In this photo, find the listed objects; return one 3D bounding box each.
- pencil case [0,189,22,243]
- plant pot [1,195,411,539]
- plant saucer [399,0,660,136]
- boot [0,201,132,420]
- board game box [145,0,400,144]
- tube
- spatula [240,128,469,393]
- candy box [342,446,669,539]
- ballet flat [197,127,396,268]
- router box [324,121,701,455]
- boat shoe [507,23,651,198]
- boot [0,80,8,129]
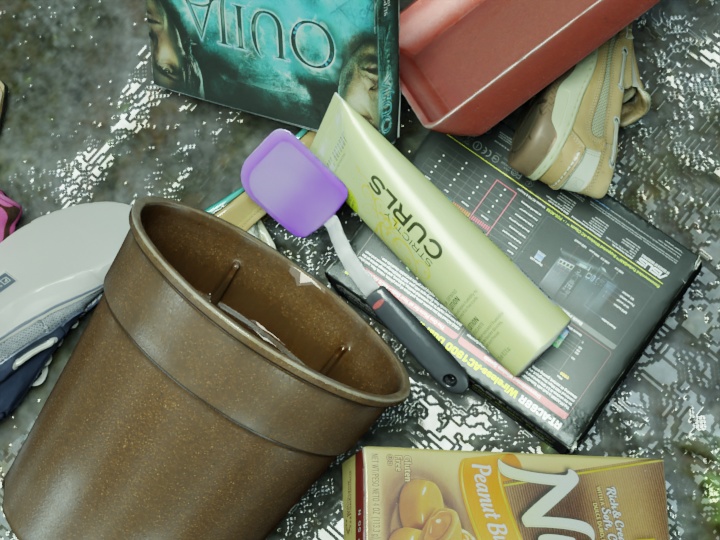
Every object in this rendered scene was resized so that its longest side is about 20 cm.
[{"bbox_3d":[-0.311,0.019,1.029,0.090,0.094,0.201,26,82,9],"label":"pencil case"},{"bbox_3d":[-0.105,0.093,0.943,0.200,0.200,0.199,38,103,11],"label":"plant pot"},{"bbox_3d":[0.110,-0.169,0.991,0.199,0.200,0.037,-37,115,6],"label":"plant saucer"},{"bbox_3d":[-0.223,0.034,1.037,0.199,0.091,0.073,-32,51,-28],"label":"boot"},{"bbox_3d":[-0.060,-0.164,0.999,0.199,0.028,0.136,18,124,34],"label":"board game box"},{"bbox_3d":[0.043,-0.020,0.961,0.200,0.052,0.058,46,108,8],"label":"tube"},{"bbox_3d":[0.000,0.000,0.973,0.056,0.021,0.200,-40,87,32],"label":"spatula"},{"bbox_3d":[0.090,0.173,0.949,0.198,0.055,0.116,4,72,-14],"label":"candy box"},{"bbox_3d":[-0.059,-0.041,1.037,0.200,0.069,0.063,-39,92,-3],"label":"ballet flat"},{"bbox_3d":[0.099,0.003,1.014,0.200,0.062,0.150,36,83,10],"label":"router box"},{"bbox_3d":[0.154,-0.122,1.012,0.076,0.072,0.201,28,54,-7],"label":"boat shoe"},{"bbox_3d":[-0.351,-0.132,1.039,0.198,0.138,0.078,4,78,4],"label":"boot"}]
